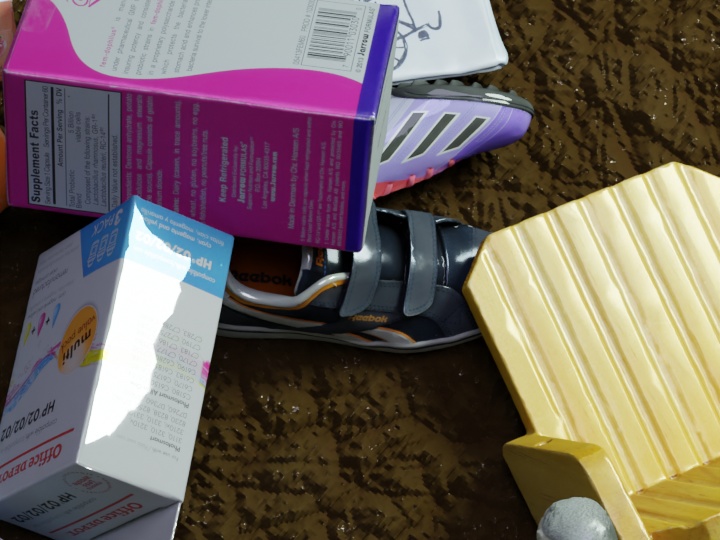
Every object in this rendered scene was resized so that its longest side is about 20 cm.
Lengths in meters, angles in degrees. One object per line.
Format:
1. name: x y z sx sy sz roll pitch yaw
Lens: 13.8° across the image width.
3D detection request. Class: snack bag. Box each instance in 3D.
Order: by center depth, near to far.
1. snack bag: -0.020 -0.182 1.774 0.200 0.021 0.189 -7 59 -8

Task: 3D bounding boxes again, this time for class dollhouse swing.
1. dollhouse swing: 0.178 0.039 1.613 0.200 0.182 0.176 -21 95 -16

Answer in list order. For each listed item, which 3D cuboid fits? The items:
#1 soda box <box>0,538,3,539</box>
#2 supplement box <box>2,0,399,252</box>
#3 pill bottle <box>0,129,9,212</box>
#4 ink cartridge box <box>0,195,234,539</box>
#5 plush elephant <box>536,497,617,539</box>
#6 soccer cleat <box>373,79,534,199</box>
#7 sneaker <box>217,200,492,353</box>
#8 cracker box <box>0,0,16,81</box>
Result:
1. soda box: -0.254 0.146 1.584 0.200 0.068 0.064 33 67 11
2. supplement box: -0.087 -0.090 1.616 0.200 0.103 0.101 9 43 3
3. pill bottle: -0.285 -0.022 1.640 0.200 0.106 0.106 -33 71 -19
4. ink cartridge box: -0.140 0.074 1.593 0.068 0.115 0.200 23 61 -26
5. plush elephant: 0.077 0.235 1.531 0.155 0.200 0.165 -13 51 14
6. soccer cleat: 0.003 -0.065 1.711 0.200 0.068 0.073 -5 76 -5
7. sneaker: 0.000 0.000 1.669 0.200 0.079 0.078 -3 64 -8
8. cracker box: -0.277 -0.170 1.693 0.134 0.058 0.200 -12 38 -10
